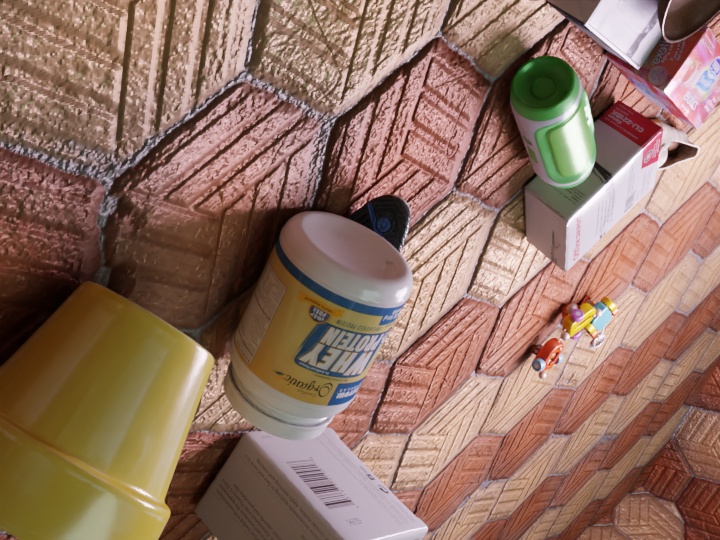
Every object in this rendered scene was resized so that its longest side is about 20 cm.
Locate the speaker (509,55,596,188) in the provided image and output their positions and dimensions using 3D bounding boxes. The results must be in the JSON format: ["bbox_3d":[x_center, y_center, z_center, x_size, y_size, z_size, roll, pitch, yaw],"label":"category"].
[{"bbox_3d":[0.236,-0.176,1.185,0.089,0.088,0.200,-47,151,-3],"label":"speaker"}]

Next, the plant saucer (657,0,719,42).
[{"bbox_3d":[0.401,-0.354,1.109,0.200,0.037,0.201,-36,155,-20],"label":"plant saucer"}]

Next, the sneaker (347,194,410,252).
[{"bbox_3d":[0.000,0.000,1.094,0.201,0.075,0.077,-63,171,23],"label":"sneaker"}]

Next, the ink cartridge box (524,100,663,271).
[{"bbox_3d":[0.327,-0.117,1.383,0.200,0.084,0.145,-43,152,-14],"label":"ink cartridge box"}]

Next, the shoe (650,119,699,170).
[{"bbox_3d":[0.473,-0.195,1.527,0.199,0.053,0.070,-11,133,-49],"label":"shoe"}]

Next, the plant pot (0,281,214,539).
[{"bbox_3d":[-0.223,0.121,0.801,0.190,0.200,0.201,-61,154,-13],"label":"plant pot"}]

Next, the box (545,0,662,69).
[{"bbox_3d":[0.304,-0.320,1.132,0.117,0.060,0.199,-57,151,14],"label":"box"}]

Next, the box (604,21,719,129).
[{"bbox_3d":[0.418,-0.275,1.306,0.095,0.103,0.199,-56,150,12],"label":"box"}]

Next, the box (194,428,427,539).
[{"bbox_3d":[-0.059,0.311,1.214,0.131,0.199,0.200,-55,151,13],"label":"box"}]

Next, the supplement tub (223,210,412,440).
[{"bbox_3d":[-0.048,0.057,0.999,0.144,0.145,0.201,-6,129,-52],"label":"supplement tub"}]

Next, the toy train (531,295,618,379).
[{"bbox_3d":[0.381,0.109,1.767,0.199,0.056,0.151,-17,139,-41],"label":"toy train"}]
